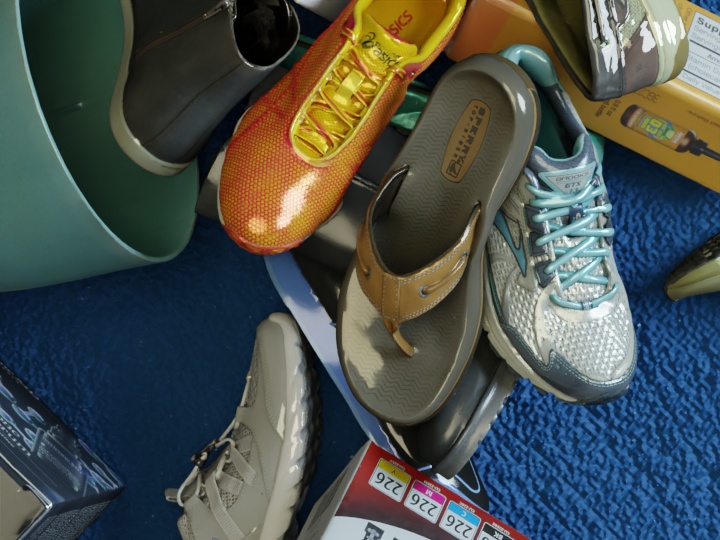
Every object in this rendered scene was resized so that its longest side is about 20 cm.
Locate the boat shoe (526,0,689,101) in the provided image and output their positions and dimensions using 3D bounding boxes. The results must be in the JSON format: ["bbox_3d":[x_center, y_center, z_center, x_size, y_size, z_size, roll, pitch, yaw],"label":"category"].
[{"bbox_3d":[0.098,-0.179,1.544,0.066,0.072,0.201,-25,79,-30],"label":"boat shoe"}]

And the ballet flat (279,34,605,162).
[{"bbox_3d":[0.036,-0.077,1.648,0.199,0.067,0.071,16,89,7],"label":"ballet flat"}]

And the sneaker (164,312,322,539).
[{"bbox_3d":[-0.071,0.121,1.654,0.082,0.075,0.201,10,91,6],"label":"sneaker"}]

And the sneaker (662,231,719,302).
[{"bbox_3d":[0.268,0.009,1.618,0.199,0.077,0.089,-10,96,9],"label":"sneaker"}]

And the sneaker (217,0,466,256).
[{"bbox_3d":[-0.013,-0.095,1.549,0.073,0.077,0.200,32,67,0],"label":"sneaker"}]

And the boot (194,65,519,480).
[{"bbox_3d":[0.000,-0.001,1.587,0.200,0.066,0.165,29,66,-4],"label":"boot"}]

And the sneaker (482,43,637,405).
[{"bbox_3d":[0.096,-0.026,1.539,0.077,0.086,0.200,-13,71,-21],"label":"sneaker"}]

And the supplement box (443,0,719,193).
[{"bbox_3d":[0.152,-0.113,1.610,0.200,0.067,0.069,28,55,-3],"label":"supplement box"}]

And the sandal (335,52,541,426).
[{"bbox_3d":[0.035,-0.015,1.510,0.082,0.055,0.200,29,107,20],"label":"sandal"}]

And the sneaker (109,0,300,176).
[{"bbox_3d":[-0.076,-0.151,1.611,0.075,0.200,0.106,29,132,-30],"label":"sneaker"}]

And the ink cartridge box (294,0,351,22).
[{"bbox_3d":[-0.059,-0.240,1.624,0.086,0.148,0.200,-41,84,7],"label":"ink cartridge box"}]

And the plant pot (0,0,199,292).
[{"bbox_3d":[-0.207,-0.078,1.622,0.161,0.201,0.201,-17,87,19],"label":"plant pot"}]

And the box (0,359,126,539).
[{"bbox_3d":[-0.233,0.110,1.613,0.148,0.200,0.107,44,93,5],"label":"box"}]

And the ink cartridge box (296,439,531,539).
[{"bbox_3d":[0.042,0.222,1.570,0.200,0.084,0.176,31,51,-5],"label":"ink cartridge box"}]

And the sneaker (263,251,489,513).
[{"bbox_3d":[0.027,0.052,1.646,0.078,0.070,0.200,-33,86,7],"label":"sneaker"}]
